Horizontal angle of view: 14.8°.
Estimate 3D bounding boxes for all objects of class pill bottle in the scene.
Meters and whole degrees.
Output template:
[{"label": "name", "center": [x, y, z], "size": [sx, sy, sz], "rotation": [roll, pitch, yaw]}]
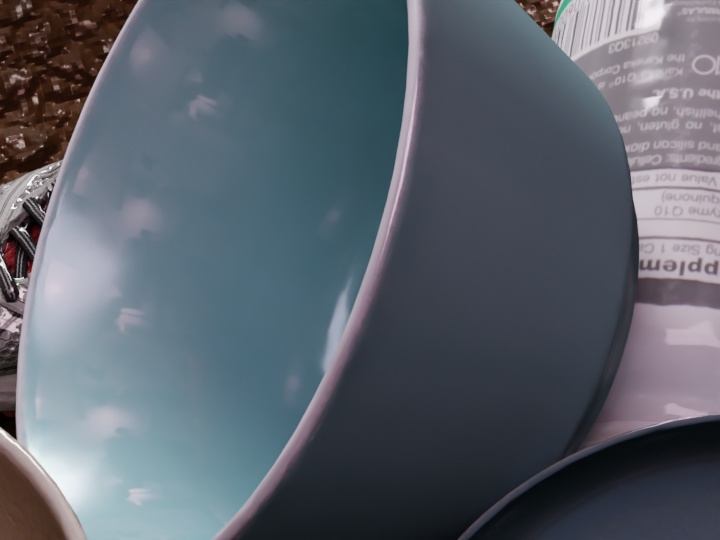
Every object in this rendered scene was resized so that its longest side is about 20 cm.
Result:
[{"label": "pill bottle", "center": [0.098, 0.009, 0.802], "size": [0.112, 0.113, 0.201], "rotation": [6, 59, 9]}]

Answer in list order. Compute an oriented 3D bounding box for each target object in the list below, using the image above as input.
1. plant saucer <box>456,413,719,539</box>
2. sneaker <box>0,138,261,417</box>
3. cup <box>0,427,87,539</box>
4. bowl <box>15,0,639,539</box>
[{"label": "plant saucer", "center": [0.100, 0.129, 0.711], "size": [0.199, 0.201, 0.027], "rotation": [0, 15, 5]}, {"label": "sneaker", "center": [-0.069, -0.023, 0.855], "size": [0.199, 0.082, 0.078], "rotation": [-23, 59, -8]}, {"label": "cup", "center": [-0.147, 0.147, 0.712], "size": [0.199, 0.144, 0.201], "rotation": [-6, 49, 7]}, {"label": "bowl", "center": [0.000, 0.000, 0.740], "size": [0.105, 0.201, 0.202], "rotation": [18, 53, -28]}]
